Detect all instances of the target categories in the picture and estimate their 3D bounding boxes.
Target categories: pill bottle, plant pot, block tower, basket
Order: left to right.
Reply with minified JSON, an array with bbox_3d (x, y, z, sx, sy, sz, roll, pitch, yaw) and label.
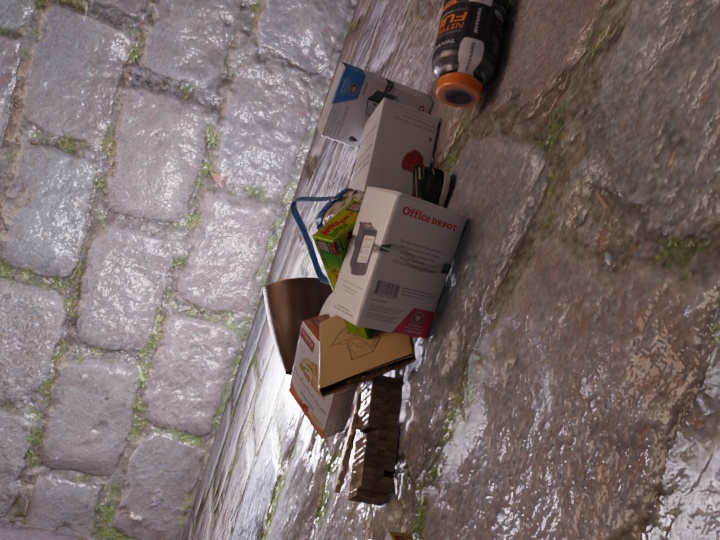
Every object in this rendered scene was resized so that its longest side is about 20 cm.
[{"bbox_3d":[-0.132,0.140,1.637,0.187,0.186,0.201,134,136,-62],"label":"plant pot"},{"bbox_3d":[-0.023,-0.055,1.260,0.200,0.177,0.139,-3,30,33],"label":"basket"},{"bbox_3d":[0.026,0.255,1.088,0.054,0.058,0.200,127,154,-54],"label":"block tower"},{"bbox_3d":[0.175,-0.368,1.139,0.106,0.106,0.200,146,139,-69],"label":"pill bottle"}]

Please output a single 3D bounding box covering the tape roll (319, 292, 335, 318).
[{"bbox_3d":[-0.051,0.151,1.478,0.202,0.071,0.203,-163,90,-75],"label":"tape roll"}]

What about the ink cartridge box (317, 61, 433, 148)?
[{"bbox_3d":[0.029,-0.326,1.460,0.086,0.200,0.147,-108,37,-64],"label":"ink cartridge box"}]

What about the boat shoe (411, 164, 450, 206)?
[{"bbox_3d":[0.094,-0.079,1.194,0.072,0.067,0.201,-131,55,-75],"label":"boat shoe"}]

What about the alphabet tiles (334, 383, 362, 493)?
[{"bbox_3d":[-0.014,0.276,1.210,0.196,0.015,0.200,102,-178,-48],"label":"alphabet tiles"}]

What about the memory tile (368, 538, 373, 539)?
[{"bbox_3d":[-0.006,0.500,0.996,0.153,0.017,0.200,-111,40,-68],"label":"memory tile"}]

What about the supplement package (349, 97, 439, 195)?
[{"bbox_3d":[0.061,-0.204,1.352,0.120,0.121,0.200,144,140,-67],"label":"supplement package"}]

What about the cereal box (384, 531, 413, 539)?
[{"bbox_3d":[0.035,0.440,0.838,0.144,0.039,0.200,-135,63,-67],"label":"cereal box"}]

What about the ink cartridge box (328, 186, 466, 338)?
[{"bbox_3d":[0.056,-0.012,1.059,0.084,0.145,0.200,25,99,52],"label":"ink cartridge box"}]

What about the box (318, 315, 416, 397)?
[{"bbox_3d":[0.006,0.116,1.168,0.163,0.021,0.200,-23,27,9],"label":"box"}]

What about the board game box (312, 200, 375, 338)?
[{"bbox_3d":[0.000,0.000,1.123,0.048,0.200,0.102,16,48,40],"label":"board game box"}]

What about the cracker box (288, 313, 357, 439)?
[{"bbox_3d":[-0.069,0.201,1.317,0.134,0.058,0.200,48,139,36],"label":"cracker box"}]
